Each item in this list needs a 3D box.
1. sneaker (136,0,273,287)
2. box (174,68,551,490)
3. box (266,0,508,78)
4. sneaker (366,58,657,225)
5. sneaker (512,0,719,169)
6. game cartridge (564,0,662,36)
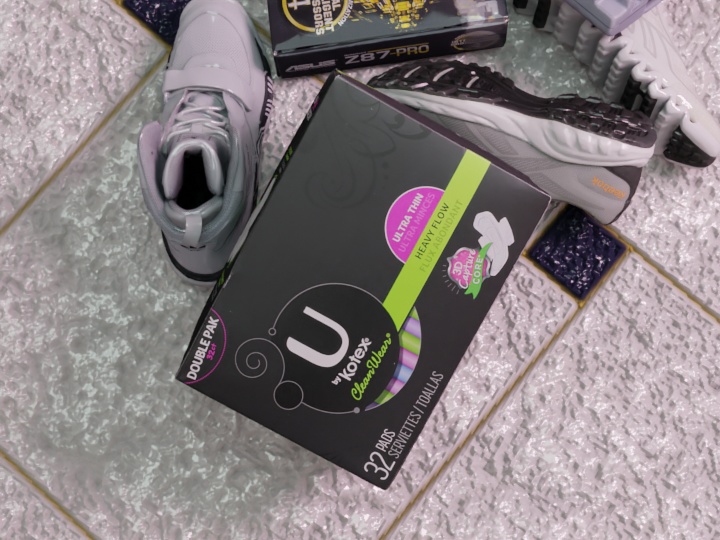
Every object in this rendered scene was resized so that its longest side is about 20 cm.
[{"bbox_3d":[-0.098,-0.097,1.031,0.075,0.115,0.201,1,78,1],"label":"sneaker"},{"bbox_3d":[0.000,0.000,0.966,0.148,0.124,0.201,28,98,-6],"label":"box"},{"bbox_3d":[0.008,-0.240,1.091,0.160,0.049,0.201,-7,75,-1],"label":"box"},{"bbox_3d":[0.090,-0.085,1.047,0.199,0.074,0.080,20,120,18],"label":"sneaker"},{"bbox_3d":[0.181,-0.157,1.062,0.081,0.075,0.200,-35,80,-16],"label":"sneaker"},{"bbox_3d":[0.181,-0.247,1.059,0.200,0.041,0.133,-37,73,-27],"label":"game cartridge"}]
